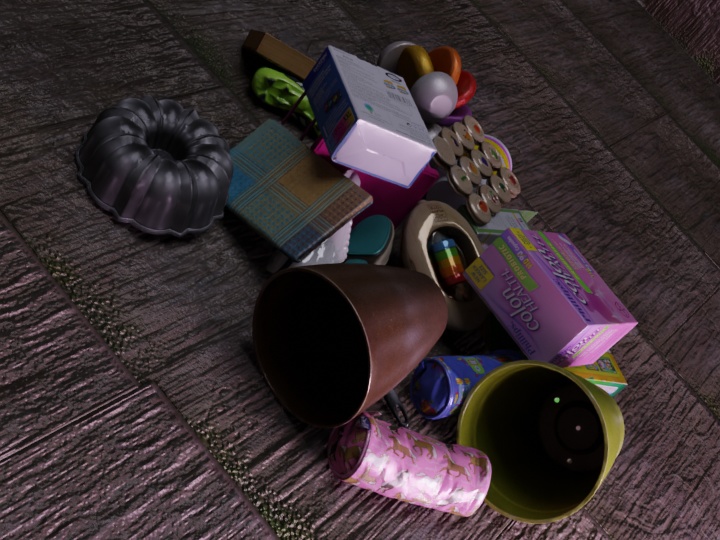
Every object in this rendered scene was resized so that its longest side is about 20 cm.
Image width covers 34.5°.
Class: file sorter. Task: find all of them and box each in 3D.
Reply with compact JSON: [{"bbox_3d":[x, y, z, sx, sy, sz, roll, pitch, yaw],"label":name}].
[{"bbox_3d":[-0.018,-0.157,1.670,0.200,0.139,0.126,17,38,-34],"label":"file sorter"}]

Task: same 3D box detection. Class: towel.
[{"bbox_3d":[-0.101,-0.106,1.517,0.147,0.022,0.200,-40,63,-23],"label":"towel"}]

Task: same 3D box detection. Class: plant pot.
[{"bbox_3d":[0.008,0.066,1.374,0.200,0.187,0.187,-18,66,-45],"label":"plant pot"},{"bbox_3d":[0.255,0.214,1.516,0.201,0.200,0.193,56,23,19],"label":"plant pot"}]

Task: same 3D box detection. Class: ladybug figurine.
[{"bbox_3d":[0.116,-0.005,1.666,0.135,0.072,0.201,-10,78,-32],"label":"ladybug figurine"}]

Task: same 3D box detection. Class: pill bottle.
[{"bbox_3d":[0.173,-0.146,1.887,0.104,0.104,0.200,43,33,0],"label":"pill bottle"}]

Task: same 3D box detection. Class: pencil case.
[{"bbox_3d":[0.060,0.228,1.371,0.200,0.087,0.083,23,6,-28],"label":"pencil case"},{"bbox_3d":[0.150,0.148,1.556,0.200,0.078,0.087,-2,48,-47],"label":"pencil case"}]

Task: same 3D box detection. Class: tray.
[{"bbox_3d":[-0.084,-0.313,1.826,0.200,0.037,0.099,28,3,-23],"label":"tray"}]

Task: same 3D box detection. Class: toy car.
[{"bbox_3d":[0.112,-0.268,1.863,0.149,0.201,0.175,-9,39,-24],"label":"toy car"}]

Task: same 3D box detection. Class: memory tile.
[{"bbox_3d":[0.176,-0.157,1.765,0.154,0.017,0.200,55,32,-3],"label":"memory tile"}]

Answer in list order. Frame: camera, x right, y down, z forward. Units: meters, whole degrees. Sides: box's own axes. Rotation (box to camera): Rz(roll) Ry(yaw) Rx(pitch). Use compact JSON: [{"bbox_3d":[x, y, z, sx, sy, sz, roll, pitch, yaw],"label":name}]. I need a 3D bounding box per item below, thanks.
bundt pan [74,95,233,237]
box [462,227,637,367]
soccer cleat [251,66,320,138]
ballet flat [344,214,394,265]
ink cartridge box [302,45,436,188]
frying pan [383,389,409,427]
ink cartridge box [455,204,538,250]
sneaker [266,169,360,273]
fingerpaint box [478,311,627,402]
[{"bbox_3d":[-0.246,-0.141,1.435,0.201,0.076,0.202,18,42,-17],"label":"bundt pan"},{"bbox_3d":[0.268,0.039,1.622,0.176,0.097,0.200,54,26,22],"label":"box"},{"bbox_3d":[-0.077,-0.254,1.785,0.200,0.068,0.081,30,22,-19],"label":"soccer cleat"},{"bbox_3d":[0.000,0.000,1.578,0.069,0.069,0.200,38,39,-8],"label":"ballet flat"},{"bbox_3d":[0.007,-0.218,1.563,0.136,0.076,0.200,18,38,-34],"label":"ink cartridge box"},{"bbox_3d":[0.017,0.097,1.475,0.190,0.031,0.115,41,74,-12],"label":"frying pan"},{"bbox_3d":[0.198,-0.044,1.799,0.200,0.104,0.059,1,52,-47],"label":"ink cartridge box"},{"bbox_3d":[-0.047,-0.050,1.547,0.080,0.076,0.200,37,60,-9],"label":"sneaker"},{"bbox_3d":[0.280,0.115,1.735,0.200,0.073,0.167,10,45,-39],"label":"fingerpaint box"}]
